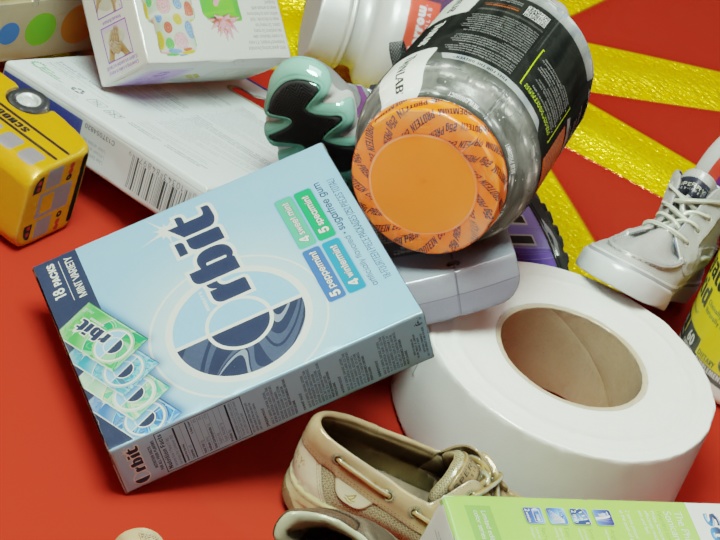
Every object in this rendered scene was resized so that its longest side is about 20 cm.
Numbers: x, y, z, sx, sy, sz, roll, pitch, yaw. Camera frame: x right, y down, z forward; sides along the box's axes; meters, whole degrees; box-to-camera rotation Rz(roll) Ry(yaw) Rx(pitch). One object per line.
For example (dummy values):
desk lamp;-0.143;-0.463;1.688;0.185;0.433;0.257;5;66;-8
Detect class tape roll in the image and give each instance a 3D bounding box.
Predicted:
tape roll;0.124;0.081;1.381;0.201;0.071;0.203;15;34;-10

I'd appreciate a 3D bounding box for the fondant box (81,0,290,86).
fondant box;-0.137;-0.236;1.512;0.144;0.058;0.202;-9;82;-48

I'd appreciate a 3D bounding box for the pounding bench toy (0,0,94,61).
pounding bench toy;-0.276;-0.248;1.583;0.155;0.125;0.200;-14;46;-42

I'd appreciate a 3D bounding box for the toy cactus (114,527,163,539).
toy cactus;-0.107;0.184;1.096;0.198;0.103;0.165;0;27;-15

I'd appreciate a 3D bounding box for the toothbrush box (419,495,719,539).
toothbrush box;0.136;0.208;1.173;0.198;0.086;0.146;3;45;-23

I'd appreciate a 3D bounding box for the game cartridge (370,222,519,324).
game cartridge;0.000;0.000;1.376;0.198;0.041;0.134;-9;21;1

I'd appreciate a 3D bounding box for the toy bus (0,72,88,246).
toy bus;-0.271;-0.101;1.428;0.199;0.065;0.078;35;37;20

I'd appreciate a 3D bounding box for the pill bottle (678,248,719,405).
pill bottle;0.304;-0.003;1.481;0.110;0.201;0.112;15;32;-10

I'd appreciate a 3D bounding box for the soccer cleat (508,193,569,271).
soccer cleat;0.081;-0.043;1.555;0.073;0.069;0.200;-24;53;-18

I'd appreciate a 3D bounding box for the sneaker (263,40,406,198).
sneaker;0.005;-0.112;1.466;0.077;0.201;0.141;3;55;26

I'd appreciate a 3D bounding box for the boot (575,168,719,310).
boot;0.213;-0.030;1.505;0.073;0.096;0.200;29;10;15

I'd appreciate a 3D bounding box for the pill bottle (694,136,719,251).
pill bottle;0.344;-0.022;1.613;0.112;0.113;0.200;-9;43;-38

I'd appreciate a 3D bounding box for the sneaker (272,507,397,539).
sneaker;0.020;0.188;1.080;0.075;0.071;0.200;30;4;-41

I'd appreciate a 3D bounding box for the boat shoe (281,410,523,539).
boat shoe;0.055;0.140;1.259;0.198;0.065;0.072;18;33;-6

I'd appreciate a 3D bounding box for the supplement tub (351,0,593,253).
supplement tub;0.071;-0.096;1.370;0.122;0.123;0.200;26;32;8

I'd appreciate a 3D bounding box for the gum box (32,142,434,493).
gum box;-0.080;0.024;1.287;0.199;0.045;0.170;-23;46;-8

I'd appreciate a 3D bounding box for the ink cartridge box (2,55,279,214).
ink cartridge box;-0.121;-0.096;1.503;0.199;0.041;0.199;32;26;27

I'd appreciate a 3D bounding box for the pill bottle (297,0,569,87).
pill bottle;0.056;-0.182;1.685;0.198;0.112;0.112;13;33;-12
